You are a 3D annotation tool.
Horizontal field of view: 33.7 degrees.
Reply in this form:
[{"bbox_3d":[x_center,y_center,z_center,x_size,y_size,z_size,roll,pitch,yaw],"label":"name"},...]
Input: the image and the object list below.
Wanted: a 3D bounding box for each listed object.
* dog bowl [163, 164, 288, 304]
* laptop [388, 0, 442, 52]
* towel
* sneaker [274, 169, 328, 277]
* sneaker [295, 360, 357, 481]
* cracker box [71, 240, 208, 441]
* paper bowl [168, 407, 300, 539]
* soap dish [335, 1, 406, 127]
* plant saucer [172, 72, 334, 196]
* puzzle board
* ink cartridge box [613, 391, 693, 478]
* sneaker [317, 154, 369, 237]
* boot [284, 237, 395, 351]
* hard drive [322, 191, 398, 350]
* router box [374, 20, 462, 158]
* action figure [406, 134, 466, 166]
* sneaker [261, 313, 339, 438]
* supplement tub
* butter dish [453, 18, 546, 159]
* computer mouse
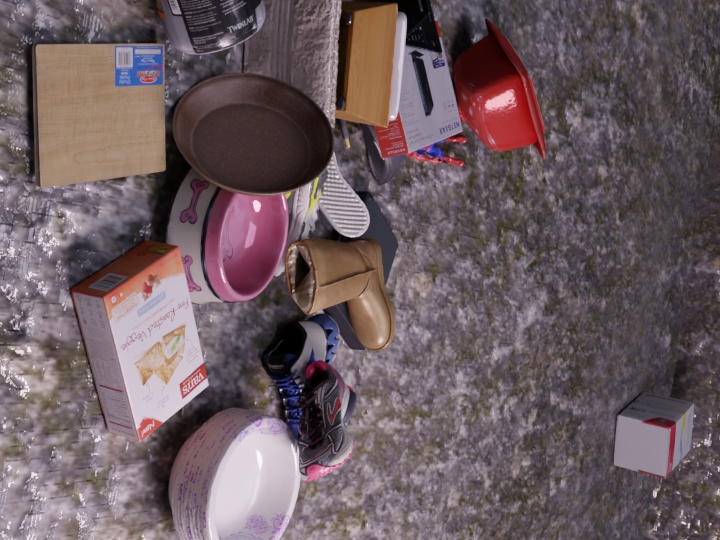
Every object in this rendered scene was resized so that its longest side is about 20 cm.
[{"bbox_3d":[-0.162,-0.050,1.503,0.200,0.073,0.201,-39,135,-55],"label":"dog bowl"},{"bbox_3d":[0.088,-0.427,1.736,0.200,0.103,0.178,-4,80,-57],"label":"laptop"},{"bbox_3d":[-0.087,-0.283,1.521,0.034,0.132,0.201,-17,113,-60],"label":"towel"},{"bbox_3d":[-0.103,-0.085,1.615,0.074,0.084,0.201,-44,156,-57],"label":"sneaker"},{"bbox_3d":[-0.058,0.204,1.595,0.075,0.080,0.200,55,19,-26],"label":"sneaker"},{"bbox_3d":[-0.259,0.083,1.421,0.134,0.057,0.201,-41,132,-46],"label":"cracker box"},{"bbox_3d":[-0.175,0.281,1.569,0.200,0.104,0.202,-24,119,-53],"label":"paper bowl"},{"bbox_3d":[-0.022,-0.279,1.584,0.081,0.200,0.158,-1,102,-29],"label":"soap dish"},{"bbox_3d":[-0.133,-0.160,1.457,0.201,0.200,0.037,-51,169,-38],"label":"plant saucer"},{"bbox_3d":[-0.291,-0.178,1.334,0.200,0.017,0.152,-17,112,-56],"label":"puzzle board"},{"bbox_3d":[0.765,0.424,3.092,0.200,0.145,0.146,-24,119,-53],"label":"ink cartridge box"},{"bbox_3d":[-0.063,-0.140,1.678,0.072,0.114,0.201,-29,107,-1],"label":"sneaker"},{"bbox_3d":[-0.030,0.039,1.656,0.200,0.066,0.176,-12,90,-63],"label":"boot"},{"bbox_3d":[0.000,0.000,1.812,0.140,0.033,0.201,58,43,-48],"label":"hard drive"},{"bbox_3d":[0.076,-0.279,1.811,0.200,0.049,0.181,-30,108,-57],"label":"router box"},{"bbox_3d":[0.116,-0.210,1.956,0.200,0.051,0.066,3,100,-56],"label":"action figure"},{"bbox_3d":[-0.095,0.159,1.699,0.115,0.080,0.201,7,86,-55],"label":"sneaker"},{"bbox_3d":[-0.189,-0.359,1.345,0.123,0.122,0.201,-50,138,-39],"label":"supplement tub"},{"bbox_3d":[0.213,-0.287,2.009,0.201,0.147,0.200,-109,176,-47],"label":"butter dish"},{"bbox_3d":[0.023,-0.207,1.802,0.140,0.046,0.201,-47,135,-45],"label":"computer mouse"}]
